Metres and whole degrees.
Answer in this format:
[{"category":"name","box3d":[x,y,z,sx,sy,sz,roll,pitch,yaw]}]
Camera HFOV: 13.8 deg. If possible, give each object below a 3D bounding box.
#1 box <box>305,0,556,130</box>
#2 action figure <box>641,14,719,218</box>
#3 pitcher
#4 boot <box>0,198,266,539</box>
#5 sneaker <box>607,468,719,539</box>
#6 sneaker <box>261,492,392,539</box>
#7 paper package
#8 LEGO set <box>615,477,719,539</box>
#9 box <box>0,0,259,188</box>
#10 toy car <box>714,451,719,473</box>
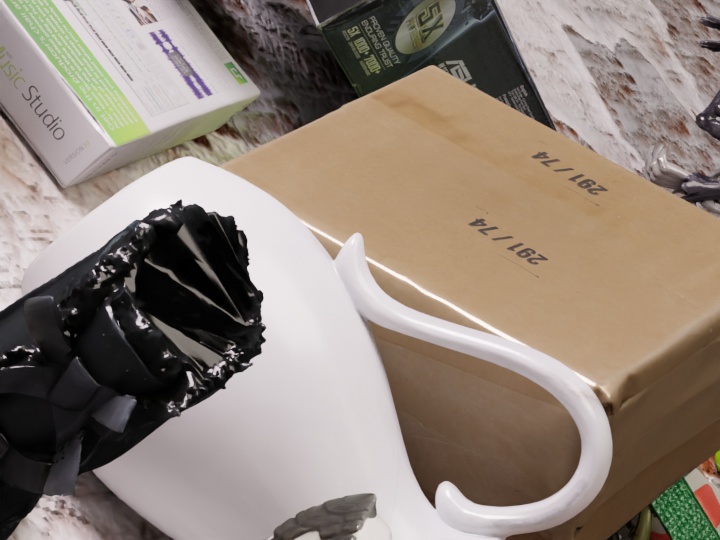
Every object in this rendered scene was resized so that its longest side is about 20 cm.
[{"category":"box","box3d":[0.026,-0.143,1.599,0.200,0.086,0.164,58,8,-49]},{"category":"action figure","box3d":[0.236,-0.062,1.989,0.119,0.102,0.201,95,1,-80]},{"category":"pitcher","box3d":[-0.019,0.045,1.127,0.200,0.171,0.121,53,6,4]},{"category":"boot","box3d":[-0.101,0.035,0.974,0.073,0.162,0.198,51,20,-6]},{"category":"sneaker","box3d":[0.151,0.138,1.430,0.093,0.070,0.200,52,-4,12]},{"category":"sneaker","box3d":[-0.010,0.170,1.011,0.089,0.077,0.200,44,43,-22]},{"category":"paper package","box3d":[0.052,0.019,1.250,0.200,0.104,0.190,28,31,23]},{"category":"LEGO set","box3d":[0.099,0.179,1.295,0.200,0.116,0.154,53,43,-10]},{"category":"box","box3d":[-0.131,-0.116,1.369,0.144,0.036,0.200,52,18,3]},{"category":"toy car","box3d":[0.336,0.125,1.727,0.164,0.200,0.158,43,21,-23]}]
